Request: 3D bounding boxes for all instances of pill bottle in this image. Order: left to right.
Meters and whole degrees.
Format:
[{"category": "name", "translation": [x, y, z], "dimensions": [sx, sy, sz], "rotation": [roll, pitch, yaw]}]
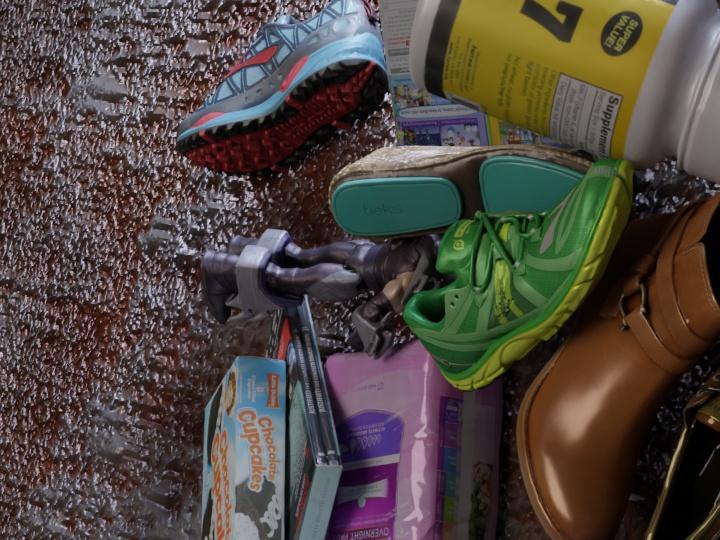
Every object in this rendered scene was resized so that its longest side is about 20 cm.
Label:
[{"category": "pill bottle", "translation": [0.138, -0.127, 1.266], "dimensions": [0.199, 0.114, 0.115], "rotation": [21, 96, 13]}]

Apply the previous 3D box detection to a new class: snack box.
[{"category": "snack box", "translation": [-0.079, 0.171, 1.456], "dimensions": [0.116, 0.037, 0.202], "rotation": [125, 147, -63]}]

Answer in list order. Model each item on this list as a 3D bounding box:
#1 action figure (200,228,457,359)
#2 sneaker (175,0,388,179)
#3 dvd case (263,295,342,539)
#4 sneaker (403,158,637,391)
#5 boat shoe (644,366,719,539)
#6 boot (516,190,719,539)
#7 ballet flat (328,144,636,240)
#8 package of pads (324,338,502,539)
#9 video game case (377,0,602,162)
[{"category": "action figure", "translation": [0.000, 0.000, 1.428], "dimensions": [0.199, 0.070, 0.130], "rotation": [-2, 31, 27]}, {"category": "sneaker", "translation": [-0.054, -0.137, 1.614], "dimensions": [0.199, 0.079, 0.096], "rotation": [-24, 50, 35]}, {"category": "dvd case", "translation": [-0.048, 0.126, 1.468], "dimensions": [0.201, 0.022, 0.147], "rotation": [-103, 23, -57]}, {"category": "sneaker", "translation": [0.088, -0.001, 1.279], "dimensions": [0.200, 0.083, 0.074], "rotation": [-47, 7, 42]}, {"category": "boat shoe", "translation": [0.217, 0.085, 1.200], "dimensions": [0.072, 0.068, 0.201], "rotation": [22, 94, 53]}, {"category": "boot", "translation": [0.168, 0.055, 1.250], "dimensions": [0.155, 0.076, 0.201], "rotation": [-32, 36, 52]}, {"category": "ballet flat", "translation": [0.078, -0.055, 1.359], "dimensions": [0.198, 0.065, 0.071], "rotation": [4, 120, 20]}, {"category": "package of pads", "translation": [0.029, 0.145, 1.405], "dimensions": [0.120, 0.075, 0.202], "rotation": [-16, 66, 51]}, {"category": "video game case", "translation": [0.088, -0.119, 1.410], "dimensions": [0.199, 0.022, 0.184], "rotation": [1, 102, 51]}]
